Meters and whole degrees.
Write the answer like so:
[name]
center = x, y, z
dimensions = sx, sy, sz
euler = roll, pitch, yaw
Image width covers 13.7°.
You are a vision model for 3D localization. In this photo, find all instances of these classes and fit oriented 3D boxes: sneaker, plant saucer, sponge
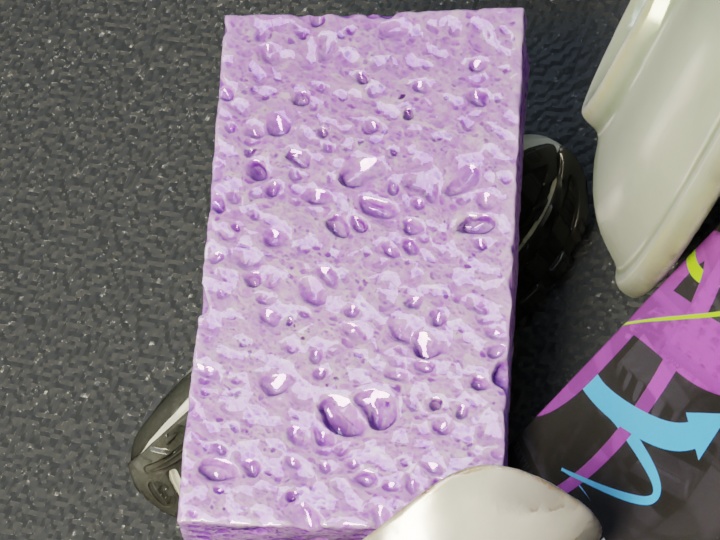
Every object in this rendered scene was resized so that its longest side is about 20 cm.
[sneaker]
center = -0.007, 0.018, 1.108
dimensions = 0.200, 0.074, 0.079
euler = -41, 39, -14
[plant saucer]
center = 0.121, -0.090, 1.036
dimensions = 0.050, 0.200, 0.201
euler = 27, 68, 0
[sponge]
center = 0.000, 0.000, 1.045
dimensions = 0.111, 0.030, 0.201
euler = 1, 65, 7

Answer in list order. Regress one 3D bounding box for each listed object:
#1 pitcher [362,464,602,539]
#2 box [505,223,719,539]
[pitcher]
center = 0.005, 0.182, 0.932
dimensions = 0.171, 0.121, 0.201
euler = -26, 49, 31
[box]
center = 0.119, 0.072, 0.972
dimensions = 0.200, 0.036, 0.143
euler = -49, 44, 21
